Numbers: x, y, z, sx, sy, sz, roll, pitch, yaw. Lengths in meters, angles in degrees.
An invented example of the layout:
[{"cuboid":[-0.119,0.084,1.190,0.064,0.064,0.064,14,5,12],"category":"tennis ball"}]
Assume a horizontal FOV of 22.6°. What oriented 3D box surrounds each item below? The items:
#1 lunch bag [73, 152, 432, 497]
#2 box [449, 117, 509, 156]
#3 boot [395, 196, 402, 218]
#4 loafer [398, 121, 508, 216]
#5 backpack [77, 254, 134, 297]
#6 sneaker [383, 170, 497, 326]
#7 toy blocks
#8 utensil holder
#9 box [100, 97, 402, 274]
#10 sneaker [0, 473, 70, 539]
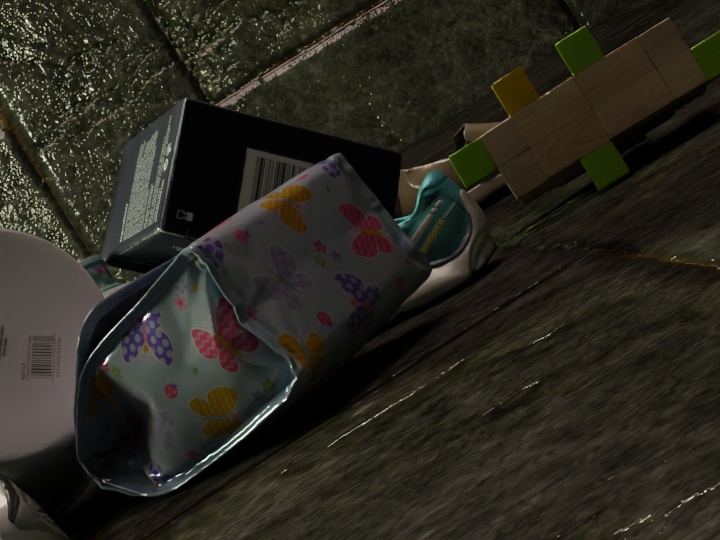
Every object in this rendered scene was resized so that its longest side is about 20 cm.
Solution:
[{"cuboid":[-0.083,0.040,1.116,0.200,0.127,0.170,-44,-4,40],"category":"lunch bag"},{"cuboid":[0.149,-0.124,1.760,0.110,0.035,0.200,-32,5,0],"category":"box"},{"cuboid":[-0.047,-0.010,1.745,0.200,0.070,0.146,-31,11,22],"category":"boot"},{"cuboid":[0.116,-0.103,1.568,0.200,0.068,0.076,-33,5,-4],"category":"loafer"},{"cuboid":[-0.235,0.077,1.526,0.200,0.154,0.176,-24,5,43],"category":"backpack"},{"cuboid":[0.000,0.000,1.232,0.200,0.080,0.078,-31,5,25],"category":"sneaker"},{"cuboid":[0.167,-0.108,1.277,0.200,0.100,0.137,-32,-6,8],"category":"toy blocks"},{"cuboid":[-0.251,0.079,1.217,0.170,0.170,0.200,-34,-11,-20],"category":"utensil holder"},{"cuboid":[-0.096,-0.051,1.533,0.196,0.118,0.200,13,-13,-20],"category":"box"},{"cuboid":[-0.240,0.181,1.108,0.087,0.075,0.200,-49,6,-32],"category":"sneaker"}]
